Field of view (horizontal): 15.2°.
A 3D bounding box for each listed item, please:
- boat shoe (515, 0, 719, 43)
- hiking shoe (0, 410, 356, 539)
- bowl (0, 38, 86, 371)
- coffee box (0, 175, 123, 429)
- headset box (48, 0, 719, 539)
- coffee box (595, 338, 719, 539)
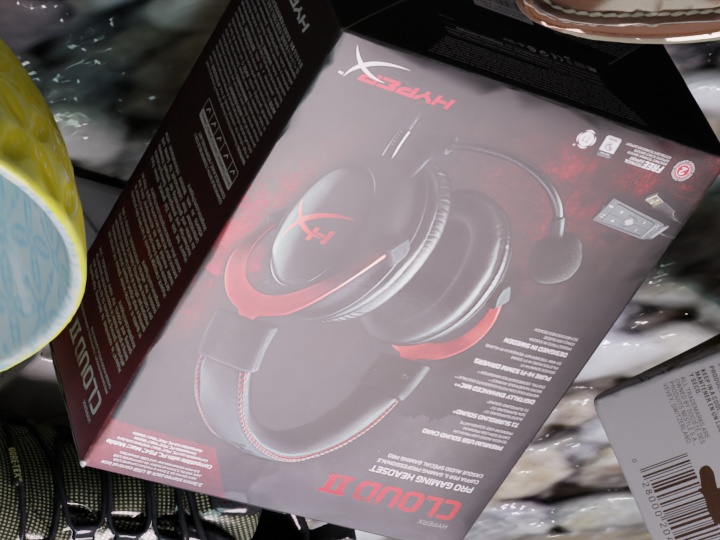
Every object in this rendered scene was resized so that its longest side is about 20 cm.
[{"bbox_3d":[0.136,-0.107,0.740,0.199,0.076,0.072,-14,-174,7],"label":"boat shoe"},{"bbox_3d":[-0.088,0.075,0.948,0.100,0.076,0.200,-29,149,22],"label":"hiking shoe"},{"bbox_3d":[-0.182,-0.048,0.830,0.199,0.108,0.200,-1,152,-1],"label":"bowl"},{"bbox_3d":[-0.116,0.050,1.043,0.114,0.080,0.200,17,147,-28],"label":"coffee box"},{"bbox_3d":[0.000,0.000,0.878,0.148,0.075,0.200,17,122,-29],"label":"headset box"},{"bbox_3d":[0.202,0.037,0.964,0.200,0.080,0.114,-24,178,37],"label":"coffee box"}]
